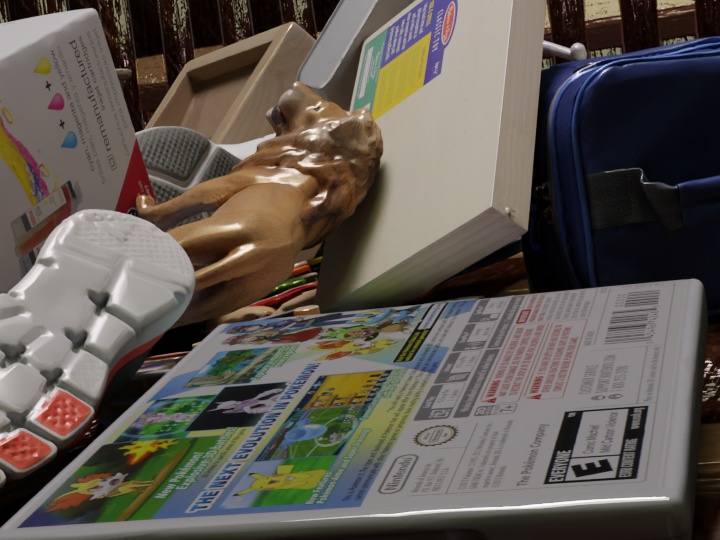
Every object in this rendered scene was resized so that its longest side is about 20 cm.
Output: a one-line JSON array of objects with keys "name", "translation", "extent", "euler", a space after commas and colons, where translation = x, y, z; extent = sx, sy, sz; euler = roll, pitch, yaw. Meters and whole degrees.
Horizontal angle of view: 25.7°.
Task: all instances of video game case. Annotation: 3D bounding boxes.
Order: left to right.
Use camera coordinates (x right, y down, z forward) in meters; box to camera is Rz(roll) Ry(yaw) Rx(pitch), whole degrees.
[{"name": "video game case", "translation": [0.012, 0.046, 0.483], "extent": [0.182, 0.022, 0.200], "euler": [-6, 14, 15]}]

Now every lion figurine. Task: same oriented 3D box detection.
[{"name": "lion figurine", "translation": [-0.054, -0.017, 0.745], "extent": [0.122, 0.073, 0.200], "euler": [-17, 25, 15]}]

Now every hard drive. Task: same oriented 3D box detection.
[{"name": "hard drive", "translation": [0.042, -0.118, 0.995], "extent": [0.026, 0.132, 0.200], "euler": [22, -14, 34]}]

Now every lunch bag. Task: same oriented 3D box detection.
[{"name": "lunch bag", "translation": [0.171, -0.049, 0.802], "extent": [0.200, 0.136, 0.132], "euler": [-9, 5, -12]}]

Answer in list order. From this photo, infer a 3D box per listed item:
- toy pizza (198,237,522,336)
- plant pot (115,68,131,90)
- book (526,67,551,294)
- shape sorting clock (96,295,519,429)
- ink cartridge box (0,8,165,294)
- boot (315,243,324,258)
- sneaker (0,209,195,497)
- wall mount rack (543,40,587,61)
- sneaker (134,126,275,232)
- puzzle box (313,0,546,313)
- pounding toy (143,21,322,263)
[{"name": "toy pizza", "translation": [0.000, 0.000, 0.916], "extent": [0.200, 0.032, 0.200], "euler": [-16, 2, 1]}, {"name": "plant pot", "translation": [-0.270, -0.058, 1.264], "extent": [0.200, 0.184, 0.200], "euler": [-8, 5, 1]}, {"name": "book", "translation": [0.147, -0.057, 0.954], "extent": [0.048, 0.134, 0.200], "euler": [-2, 6, 26]}, {"name": "shape sorting clock", "translation": [-0.021, 0.035, 0.686], "extent": [0.200, 0.039, 0.200], "euler": [-7, 5, 1]}, {"name": "ink cartridge box", "translation": [-0.210, -0.021, 0.748], "extent": [0.144, 0.146, 0.200], "euler": [-5, 21, 24]}, {"name": "boot", "translation": [-0.018, -0.020, 1.162], "extent": [0.144, 0.073, 0.200], "euler": [-10, 0, -6]}, {"name": "sneaker", "translation": [-0.132, 0.052, 0.585], "extent": [0.077, 0.082, 0.200], "euler": [38, 37, 10]}, {"name": "wall mount rack", "translation": [0.072, -0.107, 0.937], "extent": [0.074, 0.200, 0.174], "euler": [22, -2, 24]}, {"name": "sneaker", "translation": [-0.093, -0.041, 0.920], "extent": [0.080, 0.071, 0.200], "euler": [-18, -6, 35]}, {"name": "puzzle box", "translation": [0.039, -0.075, 0.810], "extent": [0.025, 0.200, 0.133], "euler": [31, -41, -26]}, {"name": "pounding toy", "translation": [-0.055, -0.076, 1.106], "extent": [0.142, 0.200, 0.184], "euler": [39, -23, -25]}]
